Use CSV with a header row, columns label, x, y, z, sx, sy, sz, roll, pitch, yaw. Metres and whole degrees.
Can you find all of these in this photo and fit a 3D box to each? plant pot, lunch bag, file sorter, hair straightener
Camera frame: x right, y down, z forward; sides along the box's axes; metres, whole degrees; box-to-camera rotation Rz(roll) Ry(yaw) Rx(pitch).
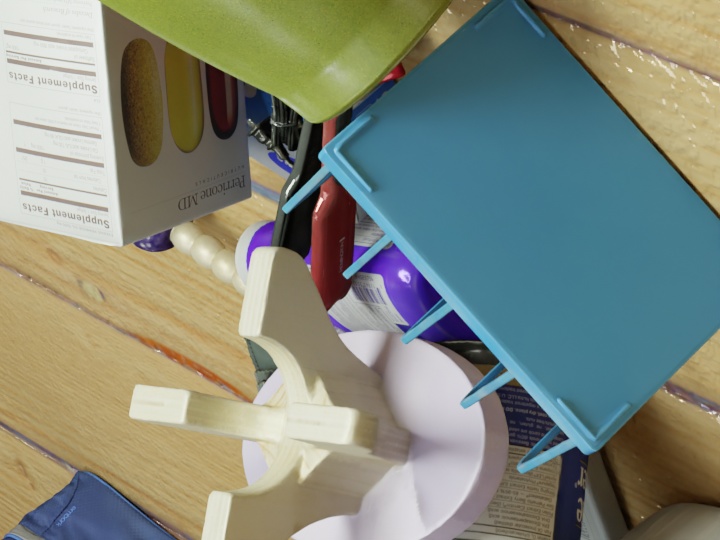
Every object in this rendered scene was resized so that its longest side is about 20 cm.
label,x,y,z,sx,sy,sz,roll,pitch,yaw
plant pot,-0.050,-0.180,1.313,0.193,0.200,0.200,41,156,-14
lunch bag,-0.212,0.284,2.223,0.200,0.132,0.136,34,151,27
file sorter,0.079,-0.013,1.382,0.200,0.139,0.123,48,158,0
hair straightener,-0.040,-0.064,1.469,0.077,0.041,0.200,32,145,26

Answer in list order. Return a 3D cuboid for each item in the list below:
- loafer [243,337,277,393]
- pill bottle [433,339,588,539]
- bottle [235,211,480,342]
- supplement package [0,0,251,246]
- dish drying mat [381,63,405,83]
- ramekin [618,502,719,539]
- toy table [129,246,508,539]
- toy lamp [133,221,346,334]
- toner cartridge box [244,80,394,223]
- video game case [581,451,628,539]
label,x,y,z,sx,sy,sz,roll,pitch,yaw
loafer,-0.024,0.118,1.792,0.072,0.063,0.200,-1,126,56
pill bottle,0.069,0.147,1.507,0.112,0.200,0.112,6,166,2
bottle,0.000,0.000,1.590,0.084,0.065,0.200,46,158,-30
supplement package,-0.141,-0.129,1.492,0.109,0.114,0.200,12,114,39
dish drying mat,-0.046,-0.185,1.427,0.077,0.018,0.200,-11,113,35
ramekin,0.209,0.231,1.557,0.200,0.098,0.201,36,151,24
toy table,-0.029,0.089,1.461,0.117,0.184,0.200,17,159,-41
toy lamp,-0.061,0.015,1.718,0.200,0.058,0.058,35,151,28
toner cartridge box,-0.065,-0.115,1.560,0.200,0.043,0.095,32,150,28
video game case,0.105,0.160,1.703,0.182,0.023,0.200,19,143,44
